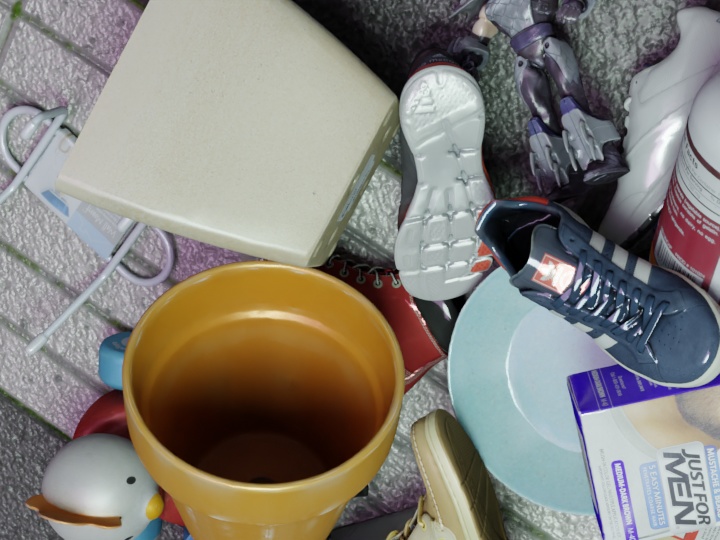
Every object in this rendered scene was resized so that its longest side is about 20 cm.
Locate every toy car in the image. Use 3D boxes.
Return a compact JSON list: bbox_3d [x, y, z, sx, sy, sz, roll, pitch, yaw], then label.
[{"bbox_3d":[-0.185,0.177,1.279,0.177,0.200,0.185,13,111,18],"label":"toy car"}]

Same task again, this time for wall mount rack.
[{"bbox_3d":[-0.263,-0.036,1.313,0.200,0.075,0.174,43,117,5],"label":"wall mount rack"}]

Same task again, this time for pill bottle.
[{"bbox_3d":[0.260,-0.061,1.002,0.113,0.113,0.200,22,139,15],"label":"pill bottle"}]

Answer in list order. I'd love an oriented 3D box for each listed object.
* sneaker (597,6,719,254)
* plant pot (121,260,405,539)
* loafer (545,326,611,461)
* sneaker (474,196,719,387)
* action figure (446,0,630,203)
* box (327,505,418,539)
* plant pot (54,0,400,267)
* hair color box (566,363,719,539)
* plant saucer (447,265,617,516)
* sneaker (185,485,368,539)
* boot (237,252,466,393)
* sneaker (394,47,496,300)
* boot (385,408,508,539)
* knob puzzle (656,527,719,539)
[{"bbox_3d":[0.223,-0.097,1.106,0.087,0.074,0.200,44,120,28],"label":"sneaker"},{"bbox_3d":[-0.074,0.126,1.161,0.200,0.200,0.183,24,143,14],"label":"plant pot"},{"bbox_3d":[0.187,0.127,1.187,0.070,0.070,0.200,-16,94,33],"label":"loafer"},{"bbox_3d":[0.150,0.012,1.019,0.200,0.084,0.075,36,104,42],"label":"sneaker"},{"bbox_3d":[0.129,-0.151,1.106,0.130,0.069,0.200,-28,80,46],"label":"action figure"},{"bbox_3d":[0.015,0.281,1.287,0.200,0.097,0.125,-21,98,26],"label":"box"},{"bbox_3d":[-0.077,-0.102,1.128,0.177,0.200,0.200,29,93,3],"label":"plant pot"},{"bbox_3d":[0.249,0.109,1.044,0.200,0.065,0.110,-13,112,3],"label":"hair color box"},{"bbox_3d":[0.163,0.077,1.129,0.201,0.039,0.201,4,101,22],"label":"plant saucer"},{"bbox_3d":[-0.079,0.221,1.263,0.078,0.200,0.070,32,162,31],"label":"sneaker"},{"bbox_3d":[0.000,0.000,1.225,0.144,0.072,0.200,-38,90,20],"label":"boot"},{"bbox_3d":[0.062,-0.073,1.138,0.077,0.082,0.200,0,123,-3],"label":"sneaker"},{"bbox_3d":[0.029,0.205,1.156,0.155,0.073,0.200,-13,114,19],"label":"boot"},{"bbox_3d":[0.307,0.159,1.145,0.219,0.030,0.220,0,93,1],"label":"knob puzzle"}]
